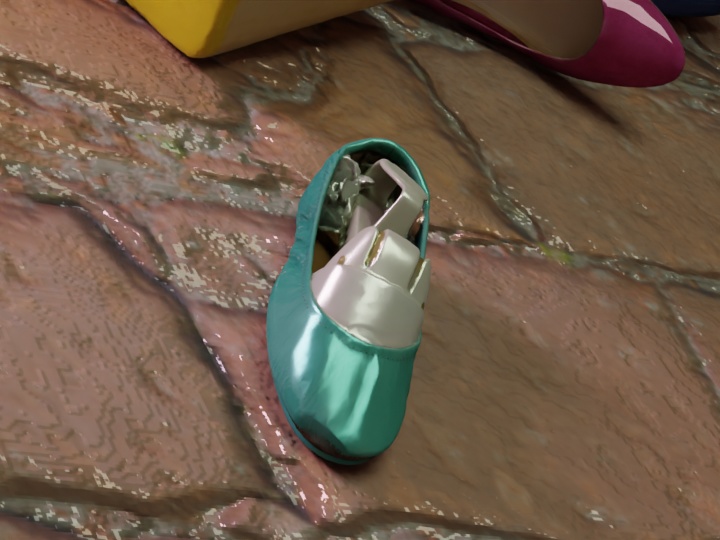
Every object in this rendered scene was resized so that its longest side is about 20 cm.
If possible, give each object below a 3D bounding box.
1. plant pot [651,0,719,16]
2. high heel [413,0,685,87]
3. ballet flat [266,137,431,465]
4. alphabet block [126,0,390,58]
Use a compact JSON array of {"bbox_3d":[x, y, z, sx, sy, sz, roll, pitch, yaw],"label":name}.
[{"bbox_3d":[0.197,-0.280,1.520,0.200,0.180,0.199,48,29,22],"label":"plant pot"},{"bbox_3d":[0.091,-0.157,1.343,0.199,0.068,0.096,33,20,13],"label":"high heel"},{"bbox_3d":[0.000,0.000,0.999,0.067,0.071,0.200,25,28,-13],"label":"ballet flat"},{"bbox_3d":[-0.050,-0.254,1.205,0.195,0.197,0.200,41,37,21],"label":"alphabet block"}]
